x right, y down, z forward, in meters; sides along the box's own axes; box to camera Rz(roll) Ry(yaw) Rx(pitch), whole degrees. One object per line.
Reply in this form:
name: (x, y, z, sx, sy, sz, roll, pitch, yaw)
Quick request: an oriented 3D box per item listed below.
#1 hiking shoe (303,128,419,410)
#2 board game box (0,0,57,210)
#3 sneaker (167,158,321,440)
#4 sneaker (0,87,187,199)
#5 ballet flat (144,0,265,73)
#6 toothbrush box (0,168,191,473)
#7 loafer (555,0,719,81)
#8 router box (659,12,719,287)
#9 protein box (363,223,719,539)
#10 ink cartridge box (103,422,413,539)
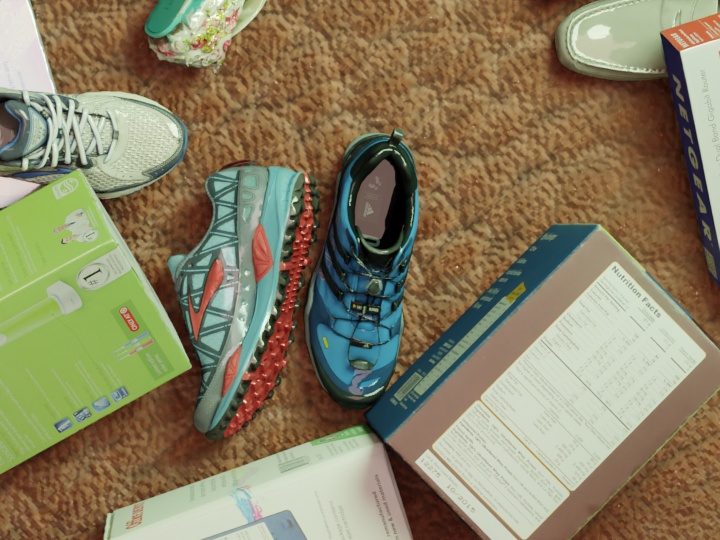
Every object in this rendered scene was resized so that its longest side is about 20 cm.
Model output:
hiking shoe: (0.000, 0.000, 1.553, 0.074, 0.087, 0.201, 4, 91, -4)
board game box: (-0.318, -0.127, 1.552, 0.198, 0.043, 0.201, -16, 92, -4)
sneaker: (-0.094, 0.019, 1.566, 0.095, 0.079, 0.201, 16, 91, 18)
sneaker: (-0.217, -0.089, 1.497, 0.199, 0.085, 0.077, 1, 90, -7)
ballet flat: (-0.081, -0.229, 1.563, 0.064, 0.076, 0.200, 32, 94, -35)
toothbrush box: (-0.239, 0.046, 1.503, 0.200, 0.086, 0.146, -30, 136, -3)
loafer: (0.241, -0.175, 1.575, 0.199, 0.070, 0.070, -9, 91, -4)
router box: (0.320, -0.099, 1.555, 0.179, 0.049, 0.201, -17, 115, -4)
protein box: (0.124, 0.083, 1.507, 0.200, 0.199, 0.135, -45, 94, -2)
ink cartridge box: (-0.071, 0.182, 1.523, 0.199, 0.145, 0.088, -17, 93, -4)
